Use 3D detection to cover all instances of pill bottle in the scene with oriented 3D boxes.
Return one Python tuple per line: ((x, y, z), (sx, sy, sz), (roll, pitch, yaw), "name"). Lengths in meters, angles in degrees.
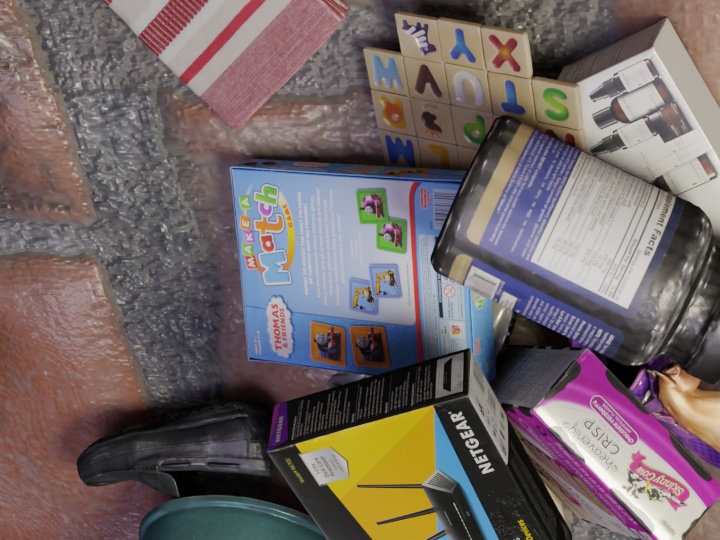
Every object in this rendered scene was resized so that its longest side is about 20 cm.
((0.154, -0.008, 1.061), (0.199, 0.112, 0.112), (26, 129, 4), "pill bottle")

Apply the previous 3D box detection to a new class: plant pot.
((-0.110, 0.321, 1.377), (0.198, 0.197, 0.201), (8, 143, 6), "plant pot")

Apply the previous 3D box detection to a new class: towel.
((-0.118, -0.208, 1.167), (0.200, 0.023, 0.144), (45, 130, -8), "towel")

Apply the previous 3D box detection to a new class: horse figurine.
((0.290, 0.121, 1.157), (0.132, 0.050, 0.201), (-30, 118, -12), "horse figurine")

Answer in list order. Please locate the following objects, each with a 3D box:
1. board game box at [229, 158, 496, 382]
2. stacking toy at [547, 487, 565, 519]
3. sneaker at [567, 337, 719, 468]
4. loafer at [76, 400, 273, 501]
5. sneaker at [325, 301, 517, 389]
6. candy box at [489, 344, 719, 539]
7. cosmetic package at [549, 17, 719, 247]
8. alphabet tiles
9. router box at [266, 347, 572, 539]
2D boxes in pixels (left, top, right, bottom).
((0.000, 0.000, 1.203), (0.198, 0.037, 0.153), (5, 108, 31), "board game box")
((0.067, 0.239, 1.277), (0.145, 0.200, 0.147), (12, 126, 16), "stacking toy")
((0.211, 0.078, 1.177), (0.080, 0.089, 0.200), (-33, 107, 35), "sneaker")
((-0.157, 0.161, 1.397), (0.199, 0.068, 0.071), (-17, 76, 29), "loafer")
((0.043, 0.059, 1.247), (0.093, 0.071, 0.200), (32, 132, -7), "sneaker")
((0.156, 0.120, 1.167), (0.136, 0.061, 0.200), (45, 172, -5), "candy box")
((0.213, -0.059, 1.106), (0.082, 0.051, 0.201), (-22, 111, 35), "cosmetic package")
((0.081, -0.083, 1.140), (0.165, 0.006, 0.201), (15, 135, 31), "alphabet tiles")
((0.046, 0.156, 1.150), (0.148, 0.051, 0.201), (-17, 127, 19), "router box")
